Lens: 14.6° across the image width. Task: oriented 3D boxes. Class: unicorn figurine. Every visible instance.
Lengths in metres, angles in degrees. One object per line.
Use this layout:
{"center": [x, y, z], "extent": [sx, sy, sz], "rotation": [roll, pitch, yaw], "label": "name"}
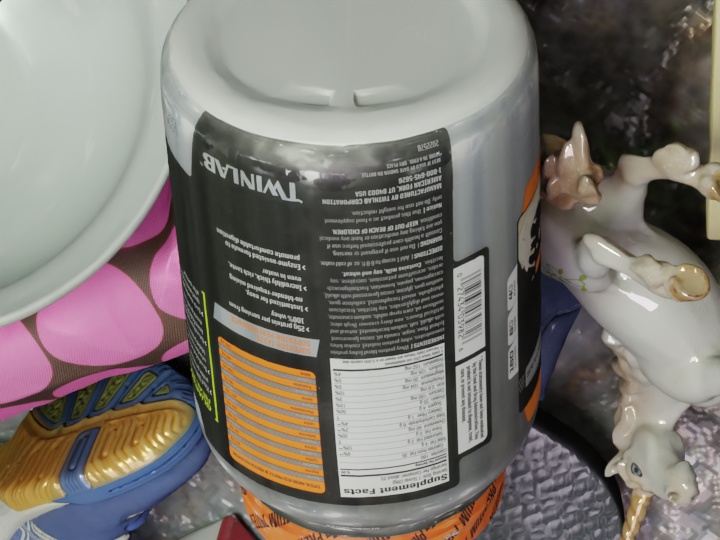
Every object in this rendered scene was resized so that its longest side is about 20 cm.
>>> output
{"center": [0.110, 0.020, 1.007], "extent": [0.137, 0.074, 0.200], "rotation": [-2, 122, 56], "label": "unicorn figurine"}

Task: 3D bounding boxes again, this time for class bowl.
{"center": [-0.159, -0.067, 0.973], "extent": [0.201, 0.201, 0.090], "rotation": [20, 167, -3], "label": "bowl"}

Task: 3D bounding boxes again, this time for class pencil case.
{"center": [-0.124, 0.004, 1.085], "extent": [0.200, 0.094, 0.091], "rotation": [-19, 162, 22], "label": "pencil case"}

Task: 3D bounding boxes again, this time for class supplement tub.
{"center": [0.000, 0.000, 0.946], "extent": [0.122, 0.123, 0.200], "rotation": [5, 131, 8], "label": "supplement tub"}

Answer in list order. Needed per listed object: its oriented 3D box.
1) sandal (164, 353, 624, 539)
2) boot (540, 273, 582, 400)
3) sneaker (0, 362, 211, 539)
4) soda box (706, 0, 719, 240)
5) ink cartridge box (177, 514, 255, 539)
{"center": [0.019, 0.062, 1.127], "extent": [0.200, 0.043, 0.076], "rotation": [27, 118, 4], "label": "sandal"}
{"center": [0.045, -0.038, 1.041], "extent": [0.090, 0.073, 0.200], "rotation": [6, 128, -9], "label": "boot"}
{"center": [-0.116, 0.102, 1.151], "extent": [0.200, 0.075, 0.088], "rotation": [-26, 115, 42], "label": "sneaker"}
{"center": [0.156, -0.108, 0.965], "extent": [0.068, 0.064, 0.200], "rotation": [4, 125, 9], "label": "soda box"}
{"center": [-0.037, 0.227, 1.179], "extent": [0.083, 0.147, 0.200], "rotation": [-28, 115, 25], "label": "ink cartridge box"}
